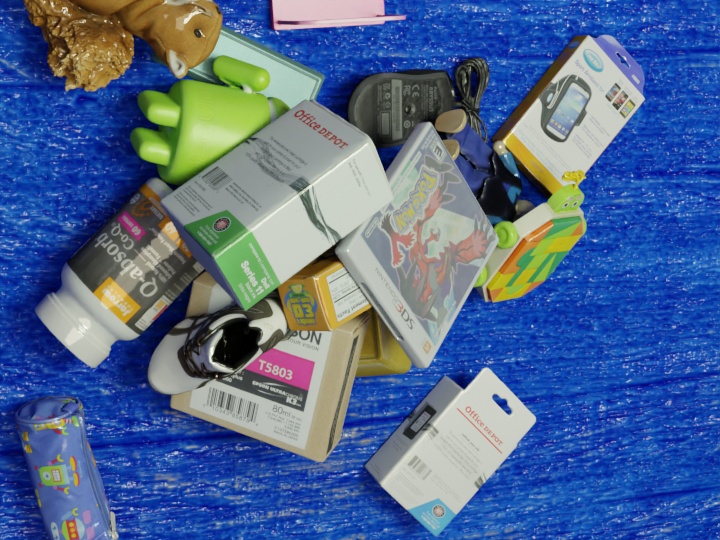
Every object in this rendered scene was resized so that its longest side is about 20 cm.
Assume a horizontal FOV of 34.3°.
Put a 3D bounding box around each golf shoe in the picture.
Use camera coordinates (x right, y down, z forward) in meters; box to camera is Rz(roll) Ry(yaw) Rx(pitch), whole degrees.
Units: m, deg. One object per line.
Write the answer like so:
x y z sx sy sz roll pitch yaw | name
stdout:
-0.165 0.084 1.256 0.199 0.094 0.078 -31 95 22 | golf shoe

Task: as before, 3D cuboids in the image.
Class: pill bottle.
-0.259 0.004 1.298 0.200 0.116 0.116 -46 111 -6 | pill bottle

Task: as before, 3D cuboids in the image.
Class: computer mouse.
0.062 -0.192 1.410 0.198 0.053 0.141 -3 103 -30 | computer mouse

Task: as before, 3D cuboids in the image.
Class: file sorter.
-0.025 -0.375 1.298 0.137 0.125 0.203 -7 103 -17 | file sorter

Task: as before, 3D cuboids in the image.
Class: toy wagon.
0.217 -0.039 1.430 0.154 0.040 0.201 -9 144 -43 | toy wagon

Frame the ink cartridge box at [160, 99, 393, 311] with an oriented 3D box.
-0.086 -0.073 1.206 0.199 0.146 0.084 -36 129 -11 | ink cartridge box

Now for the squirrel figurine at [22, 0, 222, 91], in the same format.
-0.250 -0.279 1.244 0.199 0.142 0.187 -38 113 8 | squirrel figurine

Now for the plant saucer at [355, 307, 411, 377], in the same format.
-0.046 0.040 1.377 0.197 0.048 0.203 -5 103 5 | plant saucer

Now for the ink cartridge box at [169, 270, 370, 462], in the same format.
-0.105 0.104 1.332 0.197 0.075 0.167 17 109 12 | ink cartridge box

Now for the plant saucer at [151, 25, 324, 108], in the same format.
-0.137 -0.234 1.346 0.198 0.019 0.071 23 93 -23 | plant saucer

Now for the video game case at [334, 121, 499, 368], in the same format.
0.069 -0.028 1.276 0.183 0.023 0.201 55 52 -32 | video game case

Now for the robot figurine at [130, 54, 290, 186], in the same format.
-0.153 -0.146 1.302 0.197 0.116 0.178 7 107 -24 | robot figurine

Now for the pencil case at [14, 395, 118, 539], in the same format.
-0.334 0.243 1.338 0.086 0.078 0.203 -8 106 13 | pencil case

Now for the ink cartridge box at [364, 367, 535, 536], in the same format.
0.117 0.223 1.499 0.200 0.067 0.116 -47 111 -5 | ink cartridge box

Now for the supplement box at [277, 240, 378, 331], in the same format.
0.000 0.000 1.266 0.199 0.066 0.070 -26 108 -44 | supplement box

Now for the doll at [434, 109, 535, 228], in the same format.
0.152 -0.104 1.403 0.200 0.048 0.138 38 59 -43 | doll

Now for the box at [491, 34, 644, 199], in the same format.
0.272 -0.201 1.485 0.119 0.041 0.201 42 84 -20 | box
